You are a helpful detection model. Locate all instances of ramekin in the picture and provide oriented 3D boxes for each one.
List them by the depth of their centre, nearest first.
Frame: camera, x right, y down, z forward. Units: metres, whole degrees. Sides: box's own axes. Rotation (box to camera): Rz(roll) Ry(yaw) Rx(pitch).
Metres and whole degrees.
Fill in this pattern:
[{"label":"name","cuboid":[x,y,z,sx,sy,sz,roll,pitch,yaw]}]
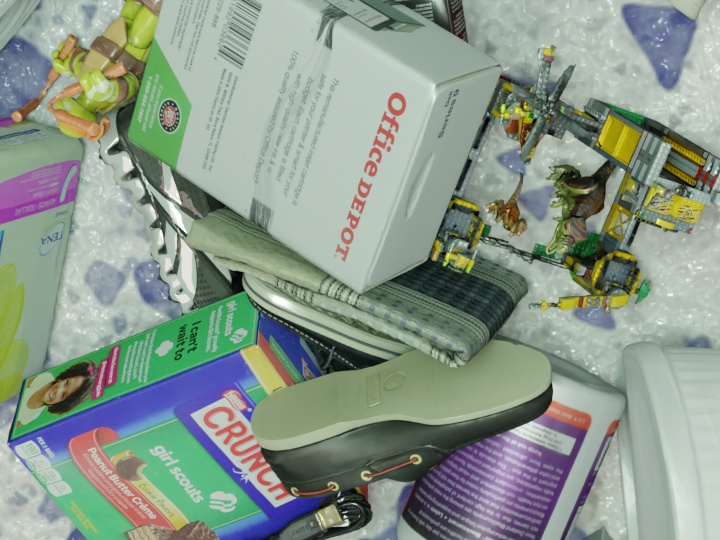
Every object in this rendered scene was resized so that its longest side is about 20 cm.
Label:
[{"label":"ramekin","cuboid":[0.229,0.142,1.134,0.093,0.202,0.205,-6,103,-1]}]

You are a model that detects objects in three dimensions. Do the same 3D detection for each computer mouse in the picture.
[{"label":"computer mouse","cuboid":[0.008,0.229,1.248,0.109,0.044,0.200,-35,122,19]}]

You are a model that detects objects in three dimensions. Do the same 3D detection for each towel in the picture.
[{"label":"towel","cuboid":[0.000,0.000,1.131,0.198,0.193,0.035,24,109,10]}]

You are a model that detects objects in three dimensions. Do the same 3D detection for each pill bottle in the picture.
[{"label":"pill bottle","cuboid":[0.090,0.154,1.169,0.110,0.111,0.202,23,96,4]}]

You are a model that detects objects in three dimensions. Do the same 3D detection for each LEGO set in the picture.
[{"label":"LEGO set","cuboid":[0.138,-0.043,1.105,0.199,0.116,0.155,25,100,-29]}]

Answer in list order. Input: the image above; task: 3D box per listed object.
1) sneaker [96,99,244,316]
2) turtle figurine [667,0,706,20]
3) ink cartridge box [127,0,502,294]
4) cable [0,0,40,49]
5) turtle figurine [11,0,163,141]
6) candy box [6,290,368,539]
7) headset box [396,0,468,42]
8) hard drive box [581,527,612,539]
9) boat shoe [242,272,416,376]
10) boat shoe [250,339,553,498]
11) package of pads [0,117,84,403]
[{"label":"sneaker","cuboid":[-0.106,-0.038,1.213,0.090,0.066,0.201,-25,96,20]},{"label":"turtle figurine","cuboid":[0.224,-0.267,1.057,0.194,0.199,0.144,-48,57,21]},{"label":"ink cartridge box","cuboid":[-0.032,-0.102,1.067,0.199,0.084,0.147,34,121,22]},{"label":"cable","cuboid":[-0.268,-0.169,1.144,0.069,0.200,0.200,41,85,-7]},{"label":"turtle figurine","cuboid":[-0.156,-0.146,1.157,0.064,0.200,0.162,33,89,-20]},{"label":"candy box","cuboid":[-0.115,0.120,1.219,0.198,0.077,0.170,-23,125,15]},{"label":"headset box","cuboid":[-0.006,-0.161,1.159,0.147,0.075,0.202,-7,102,13]},{"label":"hard drive box","cuboid":[0.189,0.302,1.196,0.077,0.156,0.201,-35,96,16]},{"label":"boat shoe","cuboid":[-0.005,0.050,1.176,0.199,0.075,0.062,27,114,-36]},{"label":"boat shoe","cuboid":[0.031,0.095,1.114,0.199,0.074,0.063,-15,123,16]},{"label":"package of pads","cuboid":[-0.265,-0.001,1.208,0.068,0.154,0.202,17,105,15]}]
